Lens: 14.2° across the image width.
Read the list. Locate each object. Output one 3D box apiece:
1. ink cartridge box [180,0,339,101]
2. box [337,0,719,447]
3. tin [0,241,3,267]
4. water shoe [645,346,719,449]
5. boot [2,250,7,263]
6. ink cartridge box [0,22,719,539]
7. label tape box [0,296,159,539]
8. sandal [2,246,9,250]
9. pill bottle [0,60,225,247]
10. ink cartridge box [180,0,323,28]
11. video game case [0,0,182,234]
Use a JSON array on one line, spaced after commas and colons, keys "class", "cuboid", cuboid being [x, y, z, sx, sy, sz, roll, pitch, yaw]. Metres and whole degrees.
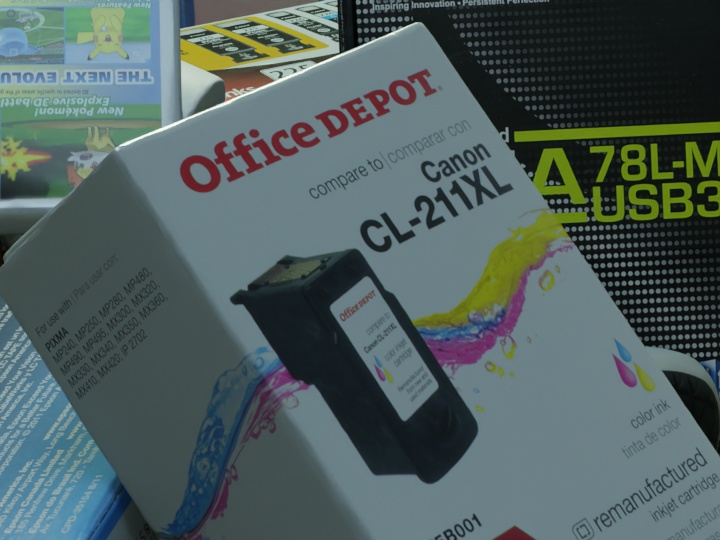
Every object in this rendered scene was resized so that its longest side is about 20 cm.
[{"class": "ink cartridge box", "cuboid": [-0.046, -0.069, 1.340, 0.200, 0.084, 0.176, -14, 22, -27]}, {"class": "box", "cuboid": [0.093, -0.031, 1.065, 0.200, 0.193, 0.048, -2, 5, -1]}, {"class": "tin", "cuboid": [-0.230, -0.009, 1.110, 0.200, 0.042, 0.112, 13, 27, 18]}, {"class": "water shoe", "cuboid": [0.032, 0.063, 0.995, 0.200, 0.072, 0.079, -16, 26, -30]}, {"class": "boot", "cuboid": [-0.238, 0.017, 1.155, 0.200, 0.073, 0.182, -18, 37, -20]}, {"class": "ink cartridge box", "cuboid": [0.007, 0.041, 0.874, 0.146, 0.200, 0.083, -27, -10, -44]}, {"class": "label tape box", "cuboid": [-0.130, 0.066, 0.954, 0.200, 0.063, 0.144, -2, 36, 32]}, {"class": "sandal", "cuboid": [-0.236, -0.019, 1.225, 0.201, 0.057, 0.080, -4, 58, 2]}, {"class": "pill bottle", "cuboid": [-0.162, -0.075, 1.173, 0.200, 0.112, 0.112, 23, 25, 7]}, {"class": "ink cartridge box", "cuboid": [-0.097, -0.183, 1.559, 0.084, 0.145, 0.200, -12, 23, -22]}, {"class": "video game case", "cuboid": [-0.169, -0.099, 1.110, 0.200, 0.183, 0.022, -1, -24, -5]}]
